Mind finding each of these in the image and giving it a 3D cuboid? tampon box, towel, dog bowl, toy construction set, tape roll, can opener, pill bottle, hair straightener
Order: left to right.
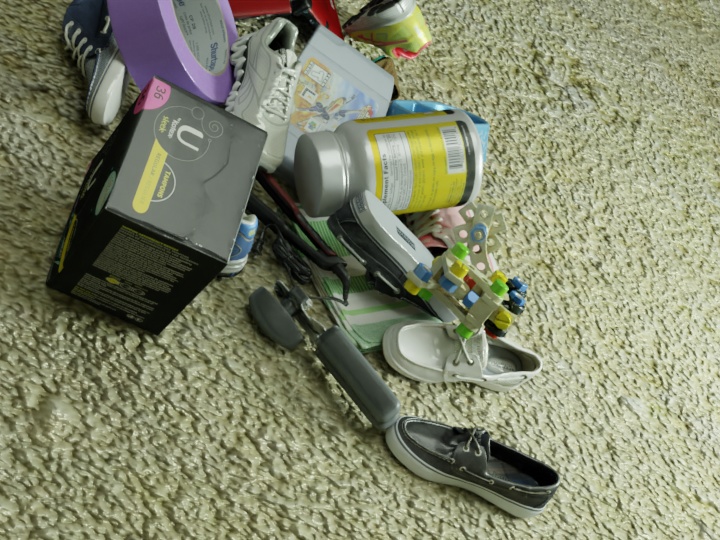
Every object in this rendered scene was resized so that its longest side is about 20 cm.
[{"bbox_3d":[-0.197,-0.057,1.366,0.125,0.200,0.151,24,59,-18],"label":"tampon box"},{"bbox_3d":[-0.209,-0.279,1.626,0.200,0.065,0.203,-16,90,-71],"label":"tape roll"},{"bbox_3d":[-0.085,-0.029,1.588,0.077,0.041,0.200,-37,76,-16],"label":"hair straightener"},{"bbox_3d":[-0.037,0.090,1.509,0.066,0.053,0.200,-40,74,-16],"label":"can opener"},{"bbox_3d":[0.000,0.000,1.644,0.151,0.023,0.201,-10,60,-45],"label":"towel"},{"bbox_3d":[0.031,-0.120,1.643,0.197,0.115,0.115,-8,56,-21],"label":"pill bottle"},{"bbox_3d":[0.097,-0.178,1.819,0.111,0.050,0.199,25,17,24],"label":"dog bowl"},{"bbox_3d":[0.125,0.006,1.592,0.131,0.092,0.200,37,31,-2],"label":"toy construction set"}]

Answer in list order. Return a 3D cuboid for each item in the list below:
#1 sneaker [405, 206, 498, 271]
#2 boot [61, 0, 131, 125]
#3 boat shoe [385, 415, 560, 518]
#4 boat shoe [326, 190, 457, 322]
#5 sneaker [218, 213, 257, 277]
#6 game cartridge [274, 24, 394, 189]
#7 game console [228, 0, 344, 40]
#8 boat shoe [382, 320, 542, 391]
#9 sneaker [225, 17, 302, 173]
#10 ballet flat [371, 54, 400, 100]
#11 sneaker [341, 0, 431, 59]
[{"bbox_3d":[0.085,-0.058,1.719,0.104,0.075,0.202,0,56,-56],"label":"sneaker"},{"bbox_3d":[-0.300,-0.241,1.606,0.089,0.073,0.201,16,40,-5],"label":"boot"},{"bbox_3d":[0.124,0.198,1.518,0.198,0.066,0.070,30,38,-11],"label":"boat shoe"},{"bbox_3d":[0.037,-0.003,1.612,0.200,0.067,0.072,46,23,-34],"label":"boat shoe"},{"bbox_3d":[-0.179,-0.089,1.540,0.200,0.077,0.075,47,40,11],"label":"sneaker"},{"bbox_3d":[-0.043,-0.187,1.723,0.132,0.042,0.201,32,62,-4],"label":"game cartridge"},{"bbox_3d":[-0.119,-0.378,1.918,0.172,0.118,0.202,46,24,-49],"label":"game console"},{"bbox_3d":[0.118,0.089,1.605,0.198,0.069,0.072,10,70,-32],"label":"boat shoe"},{"bbox_3d":[-0.105,-0.204,1.625,0.075,0.081,0.202,26,47,-38],"label":"sneaker"},{"bbox_3d":[-0.008,-0.223,1.832,0.199,0.067,0.073,-28,88,-55],"label":"ballet flat"},{"bbox_3d":[0.038,-0.315,1.896,0.091,0.078,0.200,50,-5,-15],"label":"sneaker"}]
